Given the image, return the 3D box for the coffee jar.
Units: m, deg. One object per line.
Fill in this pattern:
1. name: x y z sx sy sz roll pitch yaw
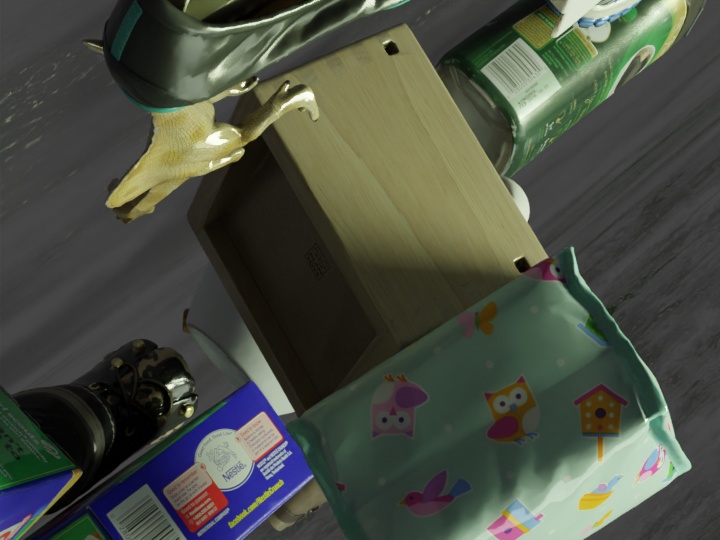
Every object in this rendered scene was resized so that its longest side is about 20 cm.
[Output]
1. coffee jar: 0.141 -0.152 1.357 0.200 0.085 0.104 -38 168 -21

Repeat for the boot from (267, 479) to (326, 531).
1. boot: -0.075 0.321 2.961 0.146 0.070 0.200 -40 172 3

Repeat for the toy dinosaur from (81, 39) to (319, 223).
1. toy dinosaur: -0.073 -0.064 0.890 0.101 0.058 0.200 -38 172 -16

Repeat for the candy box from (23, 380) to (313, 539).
1. candy box: -0.147 0.168 1.225 0.200 0.077 0.169 -38 179 39

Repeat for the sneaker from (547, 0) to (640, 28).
1. sneaker: 0.203 -0.231 1.282 0.200 0.077 0.085 -40 168 -14

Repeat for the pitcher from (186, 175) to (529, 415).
1. pitcher: 0.000 0.000 1.263 0.200 0.122 0.171 -43 -152 -12

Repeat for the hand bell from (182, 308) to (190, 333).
1. hand bell: -0.020 0.037 1.367 0.104 0.198 0.105 4 90 -89

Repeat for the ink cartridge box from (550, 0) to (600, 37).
1. ink cartridge box: 0.134 -0.212 1.063 0.116 0.067 0.200 -40 172 -14

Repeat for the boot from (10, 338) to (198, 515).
1. boot: -0.163 0.092 1.236 0.150 0.073 0.200 -34 173 -38

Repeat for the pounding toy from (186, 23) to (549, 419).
1. pounding toy: 0.004 -0.025 1.117 0.141 0.185 0.200 -24 165 -25

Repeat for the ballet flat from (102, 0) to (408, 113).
1. ballet flat: -0.015 -0.128 0.803 0.200 0.068 0.069 -37 159 -31

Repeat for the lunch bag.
1. lunch bag: 0.072 0.092 1.030 0.170 0.122 0.200 -32 161 3

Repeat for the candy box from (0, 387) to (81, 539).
1. candy box: -0.250 0.143 1.011 0.169 0.077 0.200 -46 173 10
